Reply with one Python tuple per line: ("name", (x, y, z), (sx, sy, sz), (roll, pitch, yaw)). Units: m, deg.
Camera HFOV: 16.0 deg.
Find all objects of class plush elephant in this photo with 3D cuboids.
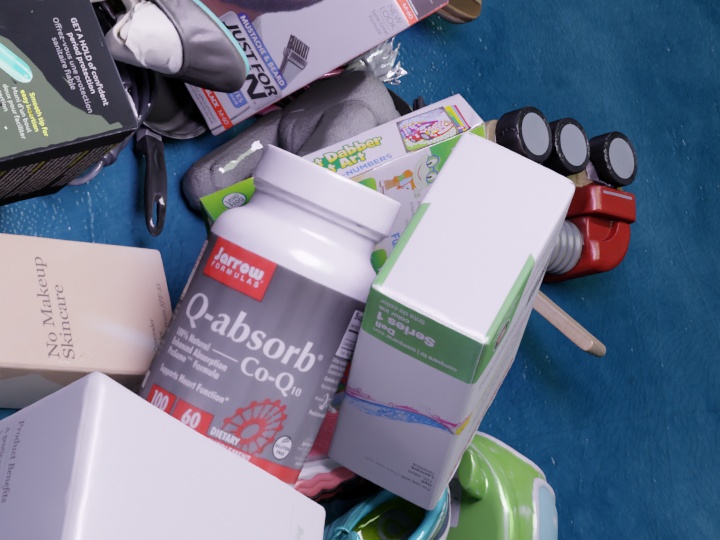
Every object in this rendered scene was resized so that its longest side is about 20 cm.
("plush elephant", (-0.003, -0.056, 1.854), (0.200, 0.164, 0.155), (-47, 118, -40))

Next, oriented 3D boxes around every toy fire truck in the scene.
("toy fire truck", (0.158, -0.019, 2.070), (0.175, 0.128, 0.202), (12, 72, -46))

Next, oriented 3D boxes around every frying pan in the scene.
("frying pan", (-0.138, -0.111, 1.833), (0.115, 0.031, 0.191), (-1, 72, -48))

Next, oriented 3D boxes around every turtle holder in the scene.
("turtle holder", (0.081, 0.206, 1.813), (0.131, 0.141, 0.187), (9, 57, -51))

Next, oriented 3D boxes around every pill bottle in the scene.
("pill bottle", (-0.058, 0.031, 1.609), (0.115, 0.116, 0.201), (23, 91, -40))

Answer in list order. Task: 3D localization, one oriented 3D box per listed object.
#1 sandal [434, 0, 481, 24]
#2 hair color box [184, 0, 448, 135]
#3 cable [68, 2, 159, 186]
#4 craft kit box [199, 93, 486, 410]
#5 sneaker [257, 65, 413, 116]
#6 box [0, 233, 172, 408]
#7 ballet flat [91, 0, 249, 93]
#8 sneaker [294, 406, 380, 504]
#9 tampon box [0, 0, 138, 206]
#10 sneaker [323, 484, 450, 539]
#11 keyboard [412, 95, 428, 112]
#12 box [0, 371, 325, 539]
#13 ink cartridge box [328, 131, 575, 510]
("sandal", (0.014, -0.260, 2.081), (0.199, 0.054, 0.081), (34, 50, -25))
("hair color box", (-0.049, -0.187, 1.799), (0.111, 0.199, 0.064), (59, 37, -5))
("cable", (-0.220, -0.164, 1.735), (0.200, 0.051, 0.164), (44, 52, -13))
("craft kit box", (0.000, 0.000, 1.746), (0.049, 0.196, 0.201), (-124, -161, -46))
("sneaker", (-0.015, -0.141, 1.947), (0.199, 0.095, 0.080), (23, 50, -42))
("box", (-0.215, 0.033, 1.618), (0.199, 0.077, 0.096), (5, 67, -49))
("ballet flat", (-0.163, -0.184, 1.730), (0.200, 0.068, 0.068), (48, 56, -2))
("sneaker", (-0.034, 0.114, 1.725), (0.199, 0.074, 0.087), (-18, 74, -16))
("tampon box", (-0.268, -0.113, 1.567), (0.199, 0.126, 0.151), (-16, 82, -38))
("sneaker", (-0.020, 0.200, 1.697), (0.200, 0.080, 0.078), (-42, 78, -17))
("keyboard", (0.063, -0.023, 1.958), (0.127, 0.020, 0.202), (89, -7, -77))
("box", (-0.151, 0.207, 1.512), (0.200, 0.171, 0.200), (33, 47, -33))
("ink cartridge box", (0.056, 0.035, 1.639), (0.084, 0.201, 0.145), (26, 54, 8))
